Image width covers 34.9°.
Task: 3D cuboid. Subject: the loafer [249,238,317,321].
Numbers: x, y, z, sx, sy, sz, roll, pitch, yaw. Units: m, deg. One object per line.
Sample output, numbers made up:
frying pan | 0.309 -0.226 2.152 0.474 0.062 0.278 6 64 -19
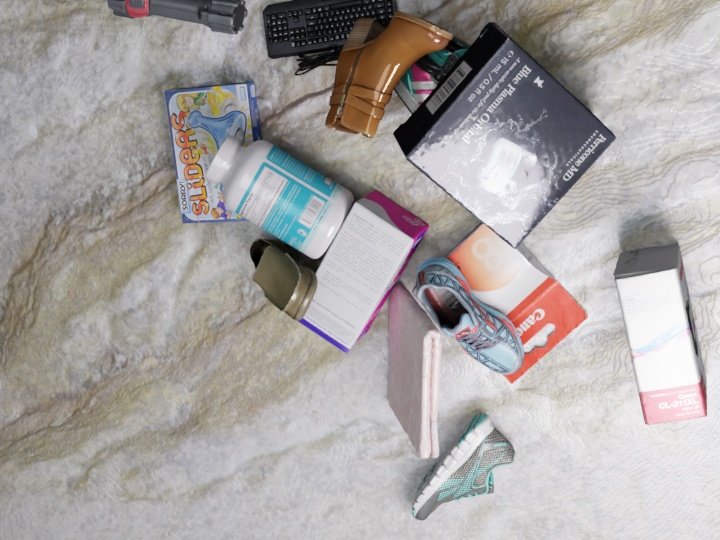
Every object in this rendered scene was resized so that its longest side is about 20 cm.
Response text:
loafer | -0.116 0.010 1.632 0.067 0.200 0.077 21 101 -24

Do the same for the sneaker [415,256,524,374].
sneaker | 0.142 0.078 1.573 0.200 0.096 0.079 45 114 -5

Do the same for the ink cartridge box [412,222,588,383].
ink cartridge box | 0.194 0.047 1.617 0.200 0.050 0.162 48 113 5

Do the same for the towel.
towel | 0.076 0.138 1.610 0.032 0.200 0.193 -4 108 -12

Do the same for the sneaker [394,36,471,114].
sneaker | 0.128 -0.248 1.548 0.121 0.084 0.201 -39 89 32

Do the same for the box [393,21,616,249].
box | 0.184 -0.174 1.478 0.200 0.118 0.197 37 103 -19

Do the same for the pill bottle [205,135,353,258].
pill bottle | -0.117 -0.110 1.620 0.199 0.111 0.111 31 112 -5

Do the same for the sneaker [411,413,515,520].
sneaker | 0.152 0.309 1.688 0.091 0.078 0.200 38 114 1

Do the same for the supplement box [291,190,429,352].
supplement box | 0.000 0.000 1.641 0.103 0.101 0.201 32 112 8

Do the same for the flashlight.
flashlight | -0.262 -0.384 1.651 0.198 0.068 0.068 12 74 11

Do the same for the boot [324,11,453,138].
boot | 0.030 -0.251 1.492 0.199 0.076 0.157 13 83 47

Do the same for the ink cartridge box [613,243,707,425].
ink cartridge box | 0.396 0.080 1.505 0.082 0.146 0.202 -10 101 19

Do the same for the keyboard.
keyboard | -0.044 -0.333 1.602 0.198 0.040 0.105 -5 102 20

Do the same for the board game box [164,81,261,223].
board game box | -0.212 -0.173 1.702 0.134 0.034 0.202 -2 103 19
